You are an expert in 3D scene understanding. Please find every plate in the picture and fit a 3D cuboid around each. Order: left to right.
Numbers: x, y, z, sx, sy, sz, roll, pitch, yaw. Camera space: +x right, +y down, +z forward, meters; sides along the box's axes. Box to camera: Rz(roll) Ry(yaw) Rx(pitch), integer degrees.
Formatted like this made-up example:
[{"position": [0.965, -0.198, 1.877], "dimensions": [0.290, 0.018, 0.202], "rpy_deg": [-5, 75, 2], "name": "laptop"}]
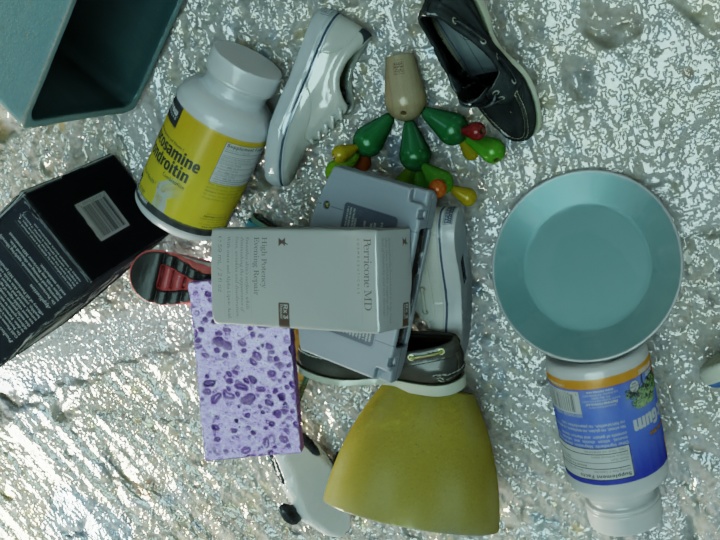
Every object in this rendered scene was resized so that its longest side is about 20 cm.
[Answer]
[{"position": [0.235, -0.004, 1.128], "dimensions": [0.198, 0.026, 0.203], "rpy_deg": [-4, 78, 21], "name": "plate"}]

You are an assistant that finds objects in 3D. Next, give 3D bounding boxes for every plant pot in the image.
[{"position": [-0.329, -0.297, 1.146], "dimensions": [0.199, 0.195, 0.197], "rpy_deg": [38, 115, 13], "name": "plant pot"}, {"position": [0.067, 0.200, 1.208], "dimensions": [0.197, 0.200, 0.144], "rpy_deg": [9, 86, 13], "name": "plant pot"}]

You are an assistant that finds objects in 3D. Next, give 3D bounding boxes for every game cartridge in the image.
[{"position": [0.000, 0.000, 1.121], "dimensions": [0.132, 0.041, 0.203], "rpy_deg": [20, 105, 34], "name": "game cartridge"}]

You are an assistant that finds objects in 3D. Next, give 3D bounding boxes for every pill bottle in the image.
[{"position": [-0.162, -0.142, 1.183], "dimensions": [0.111, 0.112, 0.201], "rpy_deg": [31, 114, 4], "name": "pill bottle"}, {"position": [0.269, 0.176, 1.164], "dimensions": [0.111, 0.112, 0.202], "rpy_deg": [-9, 106, 19], "name": "pill bottle"}]

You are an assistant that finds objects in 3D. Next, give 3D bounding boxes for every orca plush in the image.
[{"position": [-0.086, 0.243, 1.313], "dimensions": [0.200, 0.106, 0.071], "rpy_deg": [41, 162, -28], "name": "orca plush"}]

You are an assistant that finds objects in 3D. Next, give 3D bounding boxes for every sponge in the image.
[{"position": [-0.125, 0.107, 1.194], "dimensions": [0.110, 0.030, 0.203], "rpy_deg": [-4, 97, 5], "name": "sponge"}]

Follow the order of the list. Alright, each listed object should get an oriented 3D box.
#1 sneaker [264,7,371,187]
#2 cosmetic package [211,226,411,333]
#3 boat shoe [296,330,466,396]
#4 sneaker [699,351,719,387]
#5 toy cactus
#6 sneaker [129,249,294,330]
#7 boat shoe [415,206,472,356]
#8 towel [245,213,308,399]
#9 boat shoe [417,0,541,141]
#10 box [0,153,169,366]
[{"position": [-0.047, -0.174, 1.159], "dimensions": [0.070, 0.073, 0.202], "rpy_deg": [25, 113, 10], "name": "sneaker"}, {"position": [-0.051, 0.006, 1.088], "dimensions": [0.198, 0.074, 0.103], "rpy_deg": [0, 94, 31], "name": "cosmetic package"}, {"position": [0.019, 0.089, 1.179], "dimensions": [0.199, 0.072, 0.061], "rpy_deg": [4, 113, 23], "name": "boat shoe"}, {"position": [0.457, 0.113, 1.105], "dimensions": [0.198, 0.077, 0.112], "rpy_deg": [-21, 92, 15], "name": "sneaker"}, {"position": [0.047, -0.142, 1.141], "dimensions": [0.198, 0.102, 0.167], "rpy_deg": [-6, 97, 27], "name": "toy cactus"}, {"position": [-0.160, 0.017, 1.243], "dimensions": [0.198, 0.087, 0.075], "rpy_deg": [19, 99, 2], "name": "sneaker"}, {"position": [0.080, 0.017, 1.170], "dimensions": [0.069, 0.071, 0.202], "rpy_deg": [4, 132, 17], "name": "boat shoe"}, {"position": [-0.101, 0.052, 1.266], "dimensions": [0.146, 0.022, 0.202], "rpy_deg": [32, 117, 22], "name": "towel"}, {"position": [0.115, -0.195, 1.074], "dimensions": [0.074, 0.066, 0.200], "rpy_deg": [3, 137, 40], "name": "boat shoe"}, {"position": [-0.354, -0.010, 1.237], "dimensions": [0.196, 0.200, 0.124], "rpy_deg": [-35, 95, 24], "name": "box"}]
